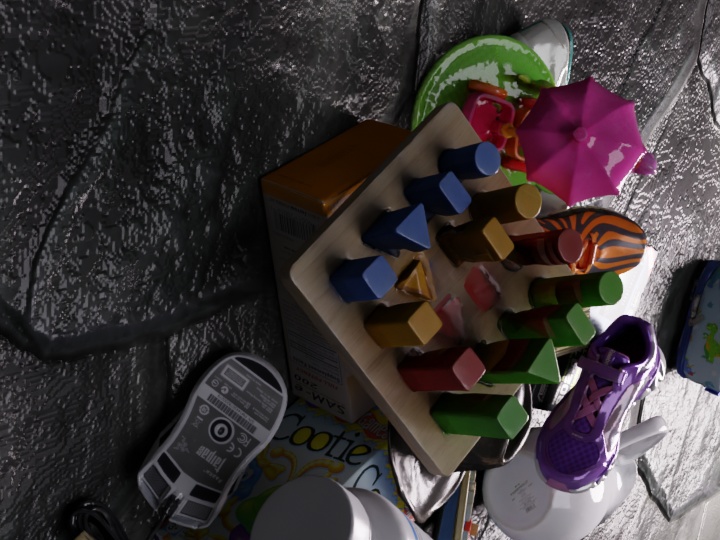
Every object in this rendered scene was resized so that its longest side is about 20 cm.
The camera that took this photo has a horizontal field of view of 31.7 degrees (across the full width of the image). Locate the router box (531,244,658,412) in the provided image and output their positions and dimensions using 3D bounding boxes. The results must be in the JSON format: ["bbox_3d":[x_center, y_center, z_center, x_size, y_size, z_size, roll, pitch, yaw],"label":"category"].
[{"bbox_3d":[0.217,0.046,1.299,0.149,0.062,0.202,16,94,-50],"label":"router box"}]

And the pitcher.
[{"bbox_3d":[0.226,0.207,1.318,0.172,0.122,0.199,-47,152,22],"label":"pitcher"}]

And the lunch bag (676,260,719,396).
[{"bbox_3d":[0.480,0.074,1.608,0.199,0.082,0.163,0,106,-50],"label":"lunch bag"}]

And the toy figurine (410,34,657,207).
[{"bbox_3d":[0.167,-0.100,1.026,0.198,0.184,0.152,15,97,-29],"label":"toy figurine"}]

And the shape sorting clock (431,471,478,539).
[{"bbox_3d":[0.091,0.237,1.181,0.200,0.039,0.203,13,90,-87],"label":"shape sorting clock"}]

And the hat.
[{"bbox_3d":[0.096,0.111,1.030,0.200,0.080,0.204,6,90,-66],"label":"hat"}]

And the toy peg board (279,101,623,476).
[{"bbox_3d":[0.083,0.009,0.916,0.200,0.097,0.200,-47,110,-27],"label":"toy peg board"}]

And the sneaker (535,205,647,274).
[{"bbox_3d":[0.171,-0.007,1.110,0.197,0.112,0.079,-2,107,-11],"label":"sneaker"}]

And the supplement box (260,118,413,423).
[{"bbox_3d":[0.000,0.000,1.010,0.126,0.073,0.202,-34,130,-36],"label":"supplement box"}]

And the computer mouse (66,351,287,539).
[{"bbox_3d":[-0.123,0.151,0.936,0.201,0.109,0.044,-54,-177,-25],"label":"computer mouse"}]

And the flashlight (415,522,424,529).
[{"bbox_3d":[0.033,0.204,1.138,0.068,0.067,0.203,-59,160,-76],"label":"flashlight"}]

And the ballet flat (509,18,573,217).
[{"bbox_3d":[0.154,-0.126,1.155,0.069,0.069,0.203,-23,119,-42],"label":"ballet flat"}]

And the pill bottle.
[{"bbox_3d":[0.003,0.226,0.920,0.113,0.112,0.200,-57,139,-14],"label":"pill bottle"}]

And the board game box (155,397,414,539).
[{"bbox_3d":[-0.049,0.197,1.017,0.200,0.104,0.104,-40,133,-32],"label":"board game box"}]

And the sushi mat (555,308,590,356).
[{"bbox_3d":[0.131,0.056,1.182,0.198,0.012,0.097,-16,119,-21],"label":"sushi mat"}]

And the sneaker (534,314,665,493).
[{"bbox_3d":[0.230,0.120,1.223,0.201,0.080,0.089,-53,154,-27],"label":"sneaker"}]
